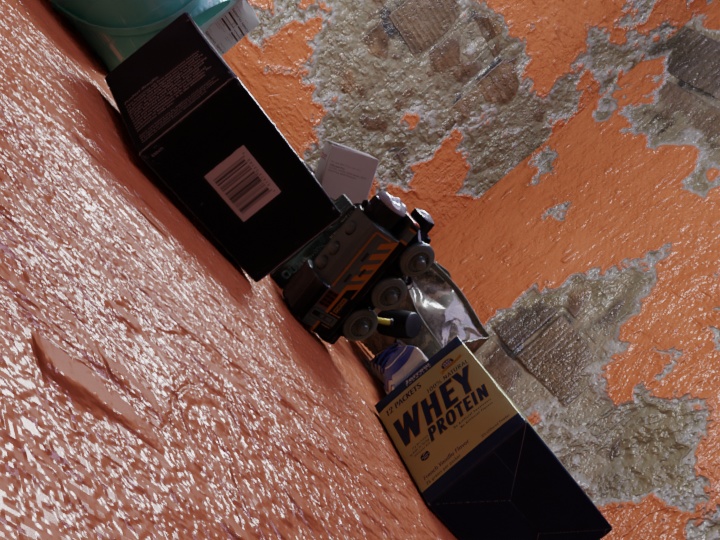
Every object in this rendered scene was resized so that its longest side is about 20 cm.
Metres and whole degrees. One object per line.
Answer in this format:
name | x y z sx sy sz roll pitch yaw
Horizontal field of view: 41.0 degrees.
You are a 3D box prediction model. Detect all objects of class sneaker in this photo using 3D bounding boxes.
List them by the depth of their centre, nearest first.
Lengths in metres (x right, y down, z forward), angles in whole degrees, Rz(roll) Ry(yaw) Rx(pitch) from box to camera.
sneaker | 0.054 0.148 1.374 0.115 0.080 0.200 47 -7 28

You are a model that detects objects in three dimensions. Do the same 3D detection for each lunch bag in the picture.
lunch bag | 0.084 0.075 1.509 0.201 0.117 0.164 58 -38 20

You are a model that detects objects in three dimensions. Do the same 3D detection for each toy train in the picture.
toy train | 0.000 -0.002 1.133 0.114 0.200 0.085 30 17 -39

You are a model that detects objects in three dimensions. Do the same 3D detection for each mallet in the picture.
mallet | 0.012 0.066 1.354 0.065 0.042 0.199 4 -7 35

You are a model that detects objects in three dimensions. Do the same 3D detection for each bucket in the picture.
bucket | -0.266 -0.342 1.176 0.135 0.206 0.207 56 1 -12

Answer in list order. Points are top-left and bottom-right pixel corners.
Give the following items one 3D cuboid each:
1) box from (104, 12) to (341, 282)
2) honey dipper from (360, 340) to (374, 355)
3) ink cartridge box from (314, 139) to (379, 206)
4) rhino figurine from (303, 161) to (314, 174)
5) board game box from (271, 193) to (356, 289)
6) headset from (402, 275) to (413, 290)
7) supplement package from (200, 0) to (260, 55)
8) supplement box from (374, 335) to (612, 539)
box | -0.146 -0.129 1.001 0.200 0.123 0.199 52 2 -38
honey dipper | -0.023 0.068 1.585 0.200 0.038 0.038 47 3 -21
ink cartridge box | -0.044 -0.100 1.543 0.083 0.202 0.145 16 8 -9
rhino figurine | -0.096 -0.077 1.440 0.059 0.087 0.202 9 57 -26
board game box | -0.059 -0.043 1.274 0.028 0.135 0.200 49 2 -10
headset | 0.000 0.000 1.371 0.199 0.095 0.123 3 4 -40
supplement package | -0.289 -0.388 1.409 0.192 0.200 0.147 50 2 3
supplement box | 0.146 0.222 1.099 0.200 0.134 0.200 50 2 -27
